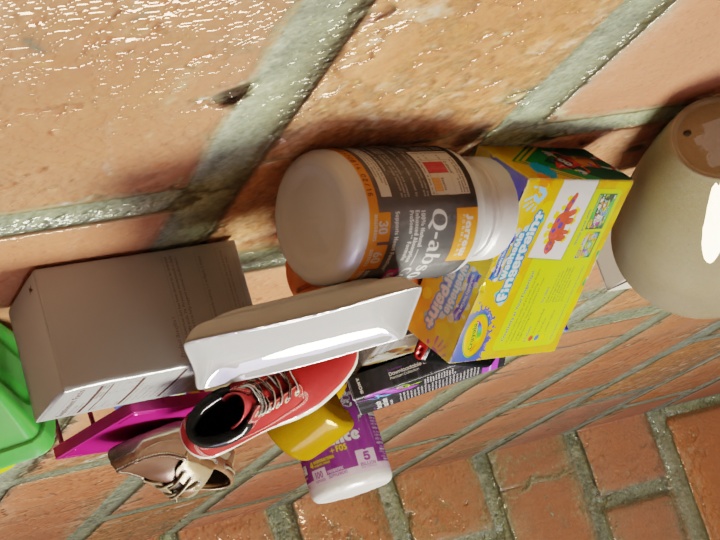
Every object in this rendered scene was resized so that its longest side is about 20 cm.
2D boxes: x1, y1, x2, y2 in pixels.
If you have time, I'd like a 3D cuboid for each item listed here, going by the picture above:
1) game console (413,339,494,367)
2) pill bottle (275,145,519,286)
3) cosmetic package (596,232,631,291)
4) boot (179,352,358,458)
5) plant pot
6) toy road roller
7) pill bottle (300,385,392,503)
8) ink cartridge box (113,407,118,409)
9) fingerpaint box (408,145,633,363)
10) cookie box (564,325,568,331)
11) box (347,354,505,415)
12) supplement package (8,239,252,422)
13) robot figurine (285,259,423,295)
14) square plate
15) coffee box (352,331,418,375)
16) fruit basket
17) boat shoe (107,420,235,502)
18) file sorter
[{"bbox_3d":[0.142,0.028,1.677,0.177,0.031,0.200,-61,153,10],"label":"game console"},{"bbox_3d":[0.035,-0.050,1.284,0.200,0.116,0.116,-5,161,-39],"label":"pill bottle"},{"bbox_3d":[0.361,-0.041,1.731,0.200,0.104,0.073,-5,162,-38],"label":"cosmetic package"},{"bbox_3d":[-0.081,0.114,1.430,0.200,0.072,0.144,-32,175,-14],"label":"boot"},{"bbox_3d":[0.348,-0.079,1.473,0.187,0.187,0.200,-17,152,-3],"label":"plant pot"},{"bbox_3d":[-0.093,0.147,1.776,0.123,0.146,0.200,-40,156,23],"label":"toy road roller"},{"bbox_3d":[-0.038,0.197,1.955,0.112,0.200,0.112,-17,166,-4],"label":"pill bottle"},{"bbox_3d":[-0.233,0.144,1.858,0.119,0.042,0.200,-21,164,12],"label":"ink cartridge box"},{"bbox_3d":[0.152,-0.018,1.434,0.167,0.073,0.200,-4,123,-45],"label":"fingerpaint box"},{"bbox_3d":[0.154,0.072,1.966,0.171,0.075,0.200,-24,164,29],"label":"cookie box"},{"bbox_3d":[0.084,0.125,1.847,0.200,0.036,0.143,-20,167,-2],"label":"box"},{"bbox_3d":[-0.211,0.056,1.391,0.200,0.117,0.117,-9,165,-28],"label":"supplement package"},{"bbox_3d":[0.001,-0.002,1.432,0.144,0.117,0.200,-10,170,20],"label":"robot figurine"},{"bbox_3d":[-0.052,0.052,1.280,0.198,0.028,0.200,-14,166,-7],"label":"square plate"},{"bbox_3d":[0.046,0.061,1.786,0.114,0.080,0.200,-15,166,-15],"label":"coffee box"},{"bbox_3d":[-0.388,0.159,1.466,0.215,0.156,0.216,-5,132,-6],"label":"fruit basket"},{"bbox_3d":[-0.186,0.201,1.543,0.076,0.072,0.200,-26,164,24],"label":"boat shoe"},{"bbox_3d":[-0.216,0.106,1.553,0.139,0.125,0.200,-31,162,39],"label":"file sorter"}]
